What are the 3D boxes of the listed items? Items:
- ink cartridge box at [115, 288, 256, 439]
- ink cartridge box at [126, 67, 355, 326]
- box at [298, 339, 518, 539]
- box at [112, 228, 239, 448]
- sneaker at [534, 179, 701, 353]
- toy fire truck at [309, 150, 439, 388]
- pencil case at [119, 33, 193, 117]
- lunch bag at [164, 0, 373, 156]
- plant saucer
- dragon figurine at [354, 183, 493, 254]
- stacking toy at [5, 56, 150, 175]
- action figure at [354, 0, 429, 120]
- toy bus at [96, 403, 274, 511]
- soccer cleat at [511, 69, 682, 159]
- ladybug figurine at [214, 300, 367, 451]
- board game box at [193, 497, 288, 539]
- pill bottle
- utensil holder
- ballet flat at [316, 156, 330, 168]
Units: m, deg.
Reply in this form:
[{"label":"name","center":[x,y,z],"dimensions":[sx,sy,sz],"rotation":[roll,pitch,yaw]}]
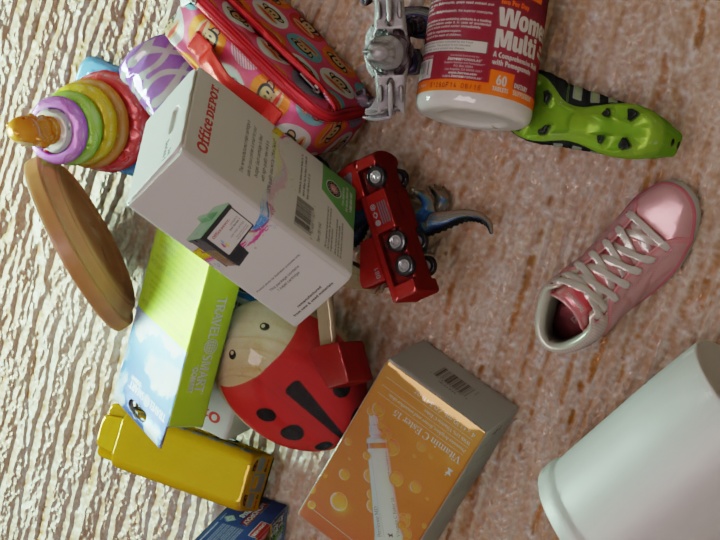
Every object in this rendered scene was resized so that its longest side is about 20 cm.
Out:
[{"label":"ink cartridge box","center":[-0.154,0.055,1.821],"dimensions":[0.146,0.084,0.201],"rotation":[23,107,19]},{"label":"ink cartridge box","center":[-0.104,-0.067,1.581],"dimensions":[0.200,0.145,0.084],"rotation":[37,119,-23]},{"label":"box","center":[0.047,0.191,1.746],"dimensions":[0.124,0.097,0.200],"rotation":[35,112,15]},{"label":"box","center":[-0.182,0.061,1.731],"dimensions":[0.122,0.048,0.201],"rotation":[38,117,50]},{"label":"sneaker","center":[0.236,0.003,1.622],"dimensions":[0.075,0.105,0.200],"rotation":[45,113,13]},{"label":"toy fire truck","center":[0.000,0.000,1.684],"dimensions":[0.141,0.049,0.201],"rotation":[-24,77,30]},{"label":"pencil case","center":[-0.163,-0.141,1.718],"dimensions":[0.200,0.084,0.086],"rotation":[58,140,13]},{"label":"lunch bag","center":[-0.094,-0.196,1.695],"dimensions":[0.200,0.176,0.082],"rotation":[45,114,10]},{"label":"plant saucer","center":[-0.285,-0.032,1.810],"dimensions":[0.032,0.200,0.201],"rotation":[-28,87,3]},{"label":"dragon figurine","center":[0.043,-0.040,1.727],"dimensions":[0.199,0.059,0.100],"rotation":[19,107,21]},{"label":"stacking toy","center":[-0.297,-0.147,1.784],"dimensions":[0.116,0.200,0.110],"rotation":[25,109,18]},{"label":"action figure","center":[0.027,-0.206,1.623],"dimensions":[0.069,0.200,0.131],"rotation":[12,102,9]},{"label":"toy bus","center":[-0.194,0.198,1.861],"dimensions":[0.199,0.078,0.065],"rotation":[16,90,21]},{"label":"soccer cleat","center":[0.207,-0.140,1.630],"dimensions":[0.200,0.081,0.068],"rotation":[23,97,41]},{"label":"ladybug figurine","center":[-0.064,0.114,1.751],"dimensions":[0.136,0.072,0.200],"rotation":[-45,120,4]},{"label":"board game box","center":[-0.148,0.372,1.841],"dimensions":[0.061,0.200,0.201],"rotation":[13,119,23]},{"label":"pill bottle","center":[0.117,-0.236,1.606],"dimensions":[0.109,0.110,0.201],"rotation":[6,84,23]},{"label":"utensil holder","center":[0.290,0.185,1.596],"dimensions":[0.170,0.170,0.200],"rotation":[48,113,9]},{"label":"ballet flat","center":[-0.118,-0.129,1.779],"dimensions":[0.200,0.073,0.073],"rotation":[32,111,16]}]
